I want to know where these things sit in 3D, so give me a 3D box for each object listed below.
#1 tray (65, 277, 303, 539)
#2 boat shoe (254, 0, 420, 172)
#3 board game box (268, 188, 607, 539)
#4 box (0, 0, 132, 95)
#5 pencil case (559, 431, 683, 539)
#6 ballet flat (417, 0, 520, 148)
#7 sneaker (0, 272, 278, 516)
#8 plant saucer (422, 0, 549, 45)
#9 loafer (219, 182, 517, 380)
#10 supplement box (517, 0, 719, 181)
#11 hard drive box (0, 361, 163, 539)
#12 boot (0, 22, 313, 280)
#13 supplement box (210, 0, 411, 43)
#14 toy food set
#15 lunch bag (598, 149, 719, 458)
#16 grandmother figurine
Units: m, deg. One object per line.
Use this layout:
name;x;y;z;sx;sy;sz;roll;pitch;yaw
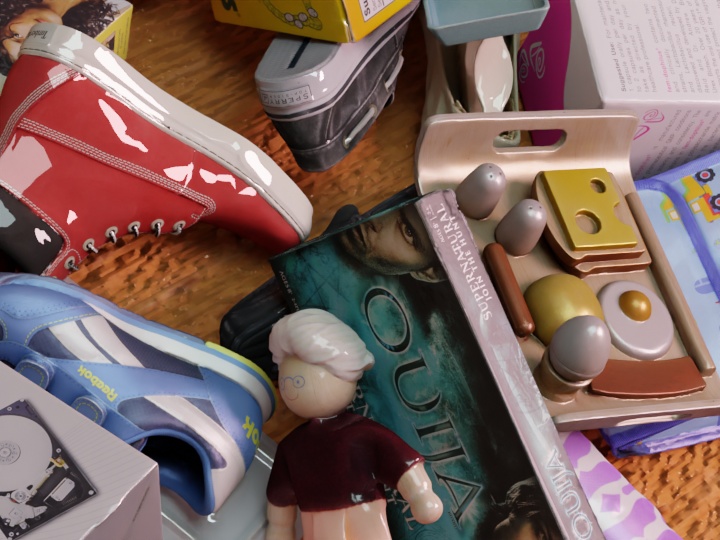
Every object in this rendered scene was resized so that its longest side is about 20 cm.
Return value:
tray;-0.116;0.088;1.420;0.200;0.022;0.107;38;56;5
boat shoe;-0.011;-0.121;1.558;0.072;0.071;0.200;-1;28;24
board game box;0.038;0.066;1.379;0.028;0.135;0.201;-27;94;-38
box;-0.214;-0.094;1.472;0.075;0.050;0.200;31;54;14
pencil case;0.090;0.112;1.449;0.200;0.084;0.085;48;16;11
ballet flat;0.071;-0.142;1.601;0.069;0.070;0.201;8;57;-15
sneaker;-0.142;0.063;1.369;0.199;0.074;0.083;19;58;-7
plant saucer;0.066;-0.185;1.578;0.069;0.019;0.200;-10;32;1
loafer;0.000;0.000;1.495;0.200;0.068;0.070;-27;51;-26
supplement box;0.207;-0.113;1.612;0.199;0.101;0.104;-1;60;-21
hard drive box;-0.220;0.116;1.296;0.199;0.077;0.156;29;55;22
boot;-0.127;-0.023;1.452;0.199;0.072;0.145;31;73;-29
supplement box;0.004;-0.229;1.547;0.109;0.109;0.200;13;38;39
toy food set;0.127;-0.002;1.454;0.143;0.060;0.201;-4;58;-29
lunch bag;0.189;0.021;1.546;0.199;0.094;0.151;-17;66;-14
grandmother figurine;-0.009;0.119;1.360;0.060;0.121;0.201;-6;85;-58
